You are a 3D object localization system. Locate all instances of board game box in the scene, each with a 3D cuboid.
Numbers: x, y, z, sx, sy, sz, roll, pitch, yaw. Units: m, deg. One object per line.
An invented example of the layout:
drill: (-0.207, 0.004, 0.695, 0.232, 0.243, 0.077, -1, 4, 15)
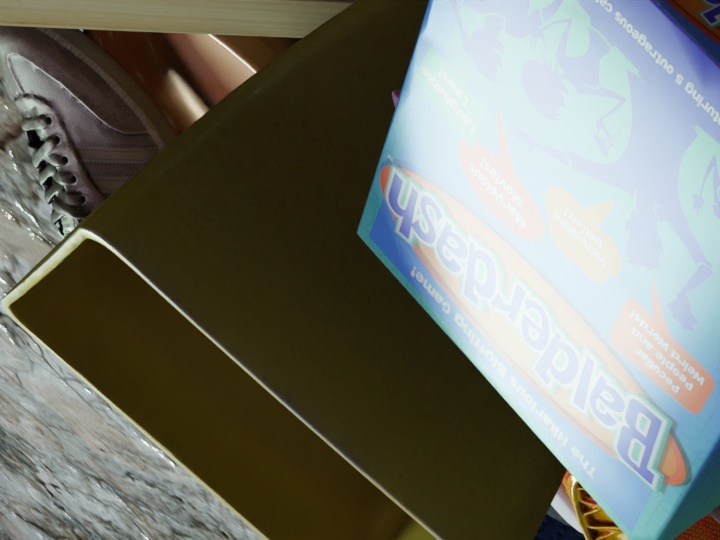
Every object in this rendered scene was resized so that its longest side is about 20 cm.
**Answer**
board game box: (0.077, -0.023, 0.698, 0.152, 0.045, 0.201, 48, 151, 20)

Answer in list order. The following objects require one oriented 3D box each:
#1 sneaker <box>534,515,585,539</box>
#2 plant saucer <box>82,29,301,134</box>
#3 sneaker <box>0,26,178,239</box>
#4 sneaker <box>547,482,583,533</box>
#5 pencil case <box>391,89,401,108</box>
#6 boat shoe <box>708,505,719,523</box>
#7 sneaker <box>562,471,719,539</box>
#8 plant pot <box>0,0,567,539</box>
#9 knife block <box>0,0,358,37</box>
sneaker: (0.117, 0.168, 1.223, 0.199, 0.070, 0.078, 32, 154, 30)
plant saucer: (-0.050, -0.070, 1.108, 0.200, 0.037, 0.200, 39, 162, 16)
sneaker: (-0.126, -0.043, 1.147, 0.200, 0.076, 0.070, 49, 161, -17)
sneaker: (0.049, 0.051, 1.104, 0.200, 0.073, 0.112, 51, 158, -25)
pencil case: (0.109, -0.032, 0.790, 0.199, 0.088, 0.088, 34, 159, 24)
boat shoe: (0.155, 0.070, 0.857, 0.070, 0.071, 0.200, 28, -175, 26)
sneaker: (0.133, 0.114, 1.045, 0.073, 0.077, 0.200, -14, 127, 41)
plant pot: (0.000, 0.000, 0.926, 0.200, 0.177, 0.200, 41, 162, -8)
knife block: (-0.123, -0.125, 0.922, 0.200, 0.176, 0.064, 46, 162, -8)
